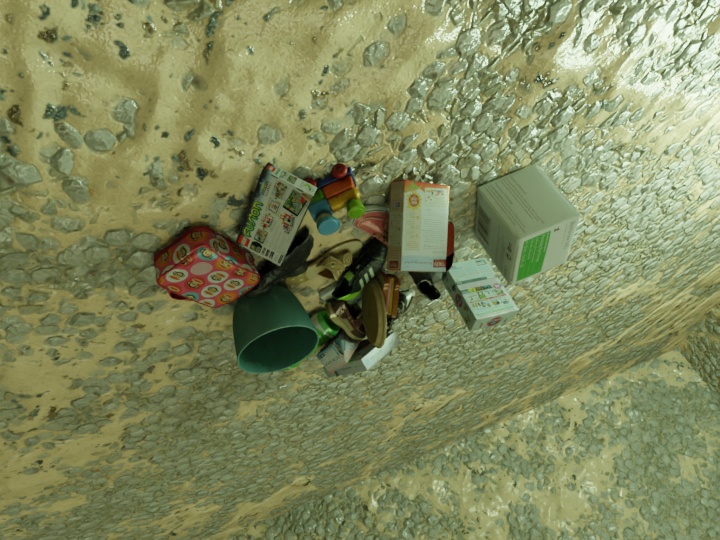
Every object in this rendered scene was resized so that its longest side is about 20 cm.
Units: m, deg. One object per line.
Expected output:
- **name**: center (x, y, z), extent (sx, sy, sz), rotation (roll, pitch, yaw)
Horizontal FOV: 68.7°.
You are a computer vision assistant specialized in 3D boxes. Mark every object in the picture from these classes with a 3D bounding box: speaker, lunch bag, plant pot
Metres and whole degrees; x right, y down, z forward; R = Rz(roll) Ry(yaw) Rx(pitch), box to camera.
- **speaker**: center (-0.154, 0.198, 1.492), extent (0.200, 0.089, 0.088), rotation (-39, 143, 19)
- **lunch bag**: center (-0.334, 0.007, 1.129), extent (0.176, 0.082, 0.200), rotation (-34, 145, 13)
- **plant pot**: center (-0.221, 0.128, 1.287), extent (0.199, 0.162, 0.201), rotation (-18, 147, -12)

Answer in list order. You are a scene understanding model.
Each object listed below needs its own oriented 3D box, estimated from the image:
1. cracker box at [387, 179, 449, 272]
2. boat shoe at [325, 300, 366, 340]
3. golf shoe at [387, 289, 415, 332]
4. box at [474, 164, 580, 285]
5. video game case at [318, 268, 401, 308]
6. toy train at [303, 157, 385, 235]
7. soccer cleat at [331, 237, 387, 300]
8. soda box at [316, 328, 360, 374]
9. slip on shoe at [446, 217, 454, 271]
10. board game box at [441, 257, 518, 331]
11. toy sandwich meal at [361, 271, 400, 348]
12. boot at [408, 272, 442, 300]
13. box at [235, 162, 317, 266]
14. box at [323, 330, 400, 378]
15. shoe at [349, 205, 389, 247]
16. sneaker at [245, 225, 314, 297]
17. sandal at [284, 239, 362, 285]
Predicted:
- **cracker box**: center (0.132, -0.098, 1.200), extent (0.133, 0.202, 0.058), rotation (2, -179, -33)
- **boat shoe**: center (-0.021, 0.132, 1.465), extent (0.072, 0.072, 0.200), rotation (-31, 138, 12)
- **golf shoe**: center (0.091, 0.121, 1.519), extent (0.088, 0.077, 0.200), rotation (-30, 170, -37)
- **box**: center (0.411, -0.114, 1.335), extent (0.170, 0.201, 0.200), rotation (-23, 144, -7)
- **video game case**: center (0.005, 0.063, 1.468), extent (0.182, 0.022, 0.200), rotation (-31, 145, 8)
- **toy train**: center (-0.018, -0.157, 1.082), extent (0.199, 0.116, 0.085), rotation (-25, 146, 0)
- **soccer cleat**: center (0.000, 0.000, 1.319), extent (0.081, 0.068, 0.200), rotation (-9, 138, -58)
- **soda box**: center (-0.057, 0.218, 1.502), extent (0.063, 0.069, 0.200), rotation (-37, -178, 16)
- **slip on shoe**: center (0.221, -0.069, 1.398), extent (0.074, 0.061, 0.201), rotation (-19, 144, -6)
- **board game box**: center (0.339, 0.065, 1.523), extent (0.147, 0.201, 0.064), rotation (-9, 143, -21)
- **toy sandwich meal**: center (0.056, 0.101, 1.374), extent (0.070, 0.206, 0.206), rotation (-5, 141, -14)
- **boot**: center (0.183, 0.031, 1.440), extent (0.070, 0.132, 0.200), rotation (-40, 143, 20)
- **box**: center (-0.174, -0.109, 1.069), extent (0.110, 0.035, 0.200), rotation (27, 129, -6)
- **box**: center (0.002, 0.247, 1.540), extent (0.156, 0.041, 0.200), rotation (-33, -173, -38)
- **shoe**: center (0.070, -0.091, 1.246), extent (0.199, 0.091, 0.072), rotation (8, 134, -39)
- **sneaker**: center (-0.193, -0.018, 1.210), extent (0.199, 0.060, 0.104), rotation (-26, 144, -6)
- **sandal**: center (-0.080, 0.002, 1.292), extent (0.211, 0.070, 0.078), rotation (-23, 146, -3)
